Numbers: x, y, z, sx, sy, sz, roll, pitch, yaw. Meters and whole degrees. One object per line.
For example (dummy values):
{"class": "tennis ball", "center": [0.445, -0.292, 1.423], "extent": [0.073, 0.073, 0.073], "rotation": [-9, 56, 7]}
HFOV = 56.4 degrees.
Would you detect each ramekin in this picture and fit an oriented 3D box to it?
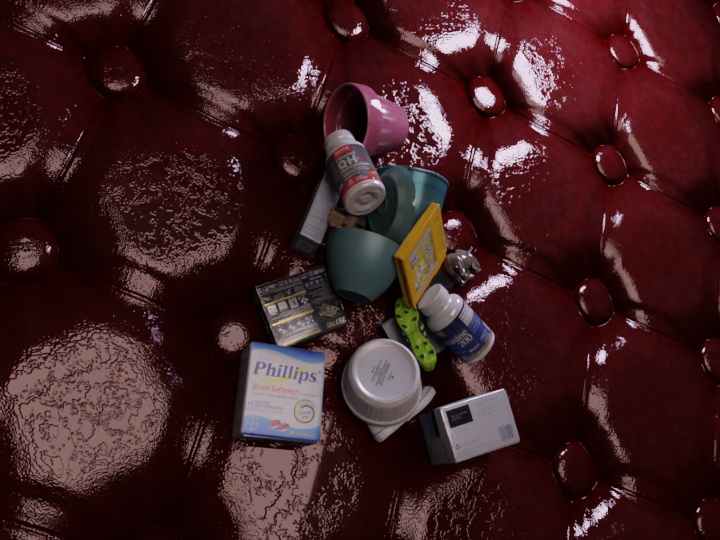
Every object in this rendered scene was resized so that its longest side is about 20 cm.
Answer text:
{"class": "ramekin", "center": [0.053, 0.257, 1.591], "extent": [0.198, 0.095, 0.206], "rotation": [2, 57, -4]}

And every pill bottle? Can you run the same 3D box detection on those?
{"class": "pill bottle", "center": [0.238, 0.132, 1.694], "extent": [0.200, 0.110, 0.112], "rotation": [45, 60, -15]}
{"class": "pill bottle", "center": [-0.022, -0.243, 1.636], "extent": [0.109, 0.112, 0.202], "rotation": [-8, 56, -25]}

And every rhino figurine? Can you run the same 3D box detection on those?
{"class": "rhino figurine", "center": [0.282, -0.019, 1.809], "extent": [0.088, 0.060, 0.199], "rotation": [50, 27, 9]}

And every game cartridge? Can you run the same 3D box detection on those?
{"class": "game cartridge", "center": [0.155, -0.037, 1.665], "extent": [0.032, 0.178, 0.201], "rotation": [17, 54, 31]}

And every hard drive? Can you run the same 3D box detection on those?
{"class": "hard drive", "center": [0.157, 0.159, 1.742], "extent": [0.198, 0.033, 0.141], "rotation": [-28, 85, -29]}

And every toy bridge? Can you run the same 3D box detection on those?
{"class": "toy bridge", "center": [-0.039, -0.132, 1.639], "extent": [0.066, 0.199, 0.028], "rotation": [29, 102, 15]}

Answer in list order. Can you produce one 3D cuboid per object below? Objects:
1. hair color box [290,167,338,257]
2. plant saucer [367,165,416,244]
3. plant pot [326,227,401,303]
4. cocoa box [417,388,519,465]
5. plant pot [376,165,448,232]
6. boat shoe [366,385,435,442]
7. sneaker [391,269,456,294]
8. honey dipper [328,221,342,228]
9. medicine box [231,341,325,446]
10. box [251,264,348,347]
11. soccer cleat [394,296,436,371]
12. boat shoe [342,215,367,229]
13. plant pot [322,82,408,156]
{"class": "hair color box", "center": [-0.106, -0.146, 1.696], "extent": [0.060, 0.099, 0.203], "rotation": [26, 64, -11]}
{"class": "plant saucer", "center": [0.066, -0.156, 1.633], "extent": [0.035, 0.199, 0.204], "rotation": [5, 70, -29]}
{"class": "plant pot", "center": [0.000, 0.000, 1.634], "extent": [0.197, 0.200, 0.137], "rotation": [20, 73, -15]}
{"class": "cocoa box", "center": [0.264, 0.387, 1.653], "extent": [0.196, 0.131, 0.136], "rotation": [-10, 77, -26]}
{"class": "plant pot", "center": [0.120, -0.149, 1.752], "extent": [0.196, 0.200, 0.192], "rotation": [13, 80, -18]}
{"class": "boat shoe", "center": [0.099, 0.331, 1.634], "extent": [0.199, 0.073, 0.067], "rotation": [-35, 88, -29]}
{"class": "sneaker", "center": [0.149, 0.014, 1.767], "extent": [0.197, 0.060, 0.105], "rotation": [30, 54, 4]}
{"class": "honey dipper", "center": [-0.014, -0.079, 1.696], "extent": [0.199, 0.037, 0.039], "rotation": [32, 57, -44]}
{"class": "medicine box", "center": [-0.183, 0.281, 1.513], "extent": [0.179, 0.103, 0.204], "rotation": [11, 69, -20]}
{"class": "box", "center": [-0.144, 0.090, 1.627], "extent": [0.197, 0.049, 0.164], "rotation": [-19, 78, -28]}
{"class": "soccer cleat", "center": [0.135, 0.160, 1.680], "extent": [0.066, 0.082, 0.202], "rotation": [-18, 58, -6]}
{"class": "boat shoe", "center": [-0.015, -0.154, 1.772], "extent": [0.067, 0.056, 0.203], "rotation": [44, 58, -45]}
{"class": "plant pot", "center": [0.025, -0.388, 1.797], "extent": [0.177, 0.199, 0.204], "rotation": [-3, 72, -39]}
